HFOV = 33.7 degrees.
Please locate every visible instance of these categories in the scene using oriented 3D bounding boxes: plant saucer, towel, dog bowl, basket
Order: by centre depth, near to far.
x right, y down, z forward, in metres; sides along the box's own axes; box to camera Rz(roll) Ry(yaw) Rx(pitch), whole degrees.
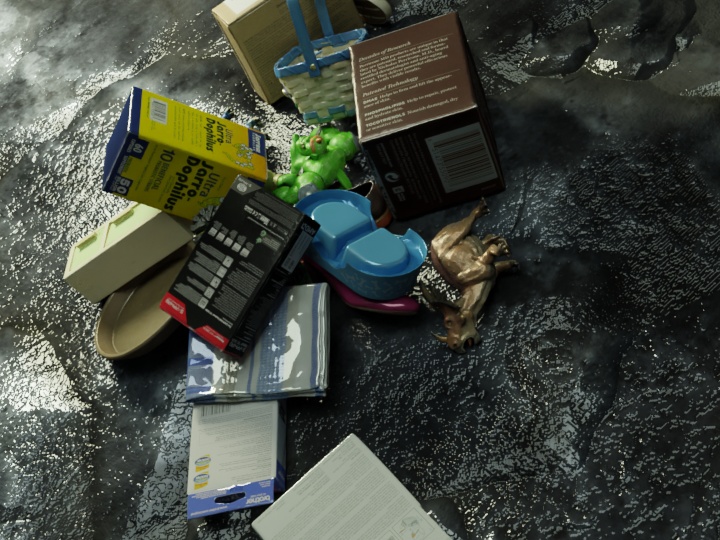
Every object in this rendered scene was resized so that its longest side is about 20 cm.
[{"bbox_3d":[-0.130,0.092,1.500,0.198,0.024,0.149,-6,68,19],"label":"towel"},{"bbox_3d":[-0.003,-0.031,1.525,0.111,0.050,0.199,-28,48,-34],"label":"dog bowl"},{"bbox_3d":[-0.289,0.043,1.645,0.199,0.029,0.201,-30,37,25],"label":"plant saucer"},{"bbox_3d":[-0.059,-0.324,1.735,0.137,0.202,0.177,-8,18,14],"label":"basket"}]

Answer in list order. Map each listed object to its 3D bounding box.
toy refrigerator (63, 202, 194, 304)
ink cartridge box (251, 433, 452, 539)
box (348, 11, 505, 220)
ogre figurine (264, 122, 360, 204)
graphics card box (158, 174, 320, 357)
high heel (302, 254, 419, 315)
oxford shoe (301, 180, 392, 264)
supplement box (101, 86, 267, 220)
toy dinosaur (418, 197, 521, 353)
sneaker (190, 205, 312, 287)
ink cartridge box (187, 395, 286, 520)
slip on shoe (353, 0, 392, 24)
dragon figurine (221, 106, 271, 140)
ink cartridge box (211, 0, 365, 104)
[{"bbox_3d":[-0.330,-0.042,1.695,0.199,0.070,0.076,-31,35,24],"label":"toy refrigerator"},{"bbox_3d":[-0.006,0.305,1.342,0.162,0.057,0.200,-40,57,-11],"label":"ink cartridge box"},{"bbox_3d":[0.090,-0.210,1.628,0.162,0.166,0.201,-16,48,11],"label":"box"},{"bbox_3d":[-0.072,-0.146,1.696,0.119,0.099,0.199,-2,20,43],"label":"ogre figurine"},{"bbox_3d":[-0.153,-0.006,1.501,0.125,0.051,0.201,30,89,31],"label":"graphics card box"},{"bbox_3d":[0.000,0.000,1.545,0.198,0.067,0.097,13,91,34],"label":"high heel"},{"bbox_3d":[-0.058,-0.068,1.641,0.198,0.073,0.072,-25,47,3],"label":"oxford shoe"},{"bbox_3d":[-0.238,-0.148,1.621,0.109,0.198,0.110,-57,27,35],"label":"supplement box"},{"bbox_3d":[0.125,-0.007,1.511,0.135,0.086,0.201,-28,41,9],"label":"toy dinosaur"},{"bbox_3d":[-0.132,-0.012,1.582,0.200,0.085,0.078,43,93,13],"label":"sneaker"},{"bbox_3d":[-0.152,0.216,1.475,0.118,0.042,0.201,-13,47,12],"label":"ink cartridge box"},{"bbox_3d":[-0.013,-0.458,1.940,0.061,0.076,0.199,-50,43,-12],"label":"slip on shoe"},{"bbox_3d":[-0.204,-0.190,1.813,0.199,0.059,0.100,23,65,34],"label":"dragon figurine"},{"bbox_3d":[-0.108,-0.385,1.856,0.199,0.165,0.075,-35,43,-8],"label":"ink cartridge box"}]
